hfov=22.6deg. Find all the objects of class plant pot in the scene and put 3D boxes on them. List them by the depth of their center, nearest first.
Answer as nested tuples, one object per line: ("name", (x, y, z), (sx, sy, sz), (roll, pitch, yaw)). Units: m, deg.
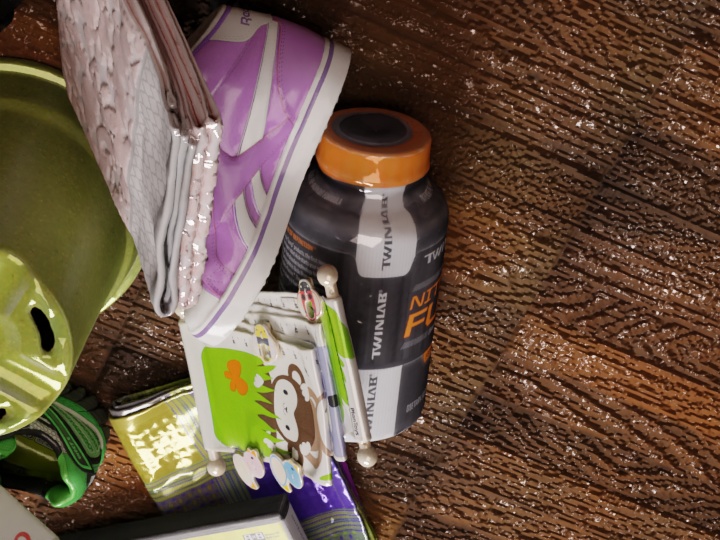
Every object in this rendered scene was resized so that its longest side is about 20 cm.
("plant pot", (-0.228, -0.001, 1.097), (0.198, 0.185, 0.202), (-1, 119, -2))

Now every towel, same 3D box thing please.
("towel", (-0.130, -0.098, 1.004), (0.032, 0.192, 0.201), (-17, 154, -19))
("towel", (-0.081, 0.150, 1.278), (0.142, 0.023, 0.201), (-19, 118, 7))

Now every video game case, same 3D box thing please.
("video game case", (-0.111, 0.253, 1.311), (0.198, 0.026, 0.182), (-12, 120, 20))

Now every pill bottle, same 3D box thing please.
("pill bottle", (0.000, 0.000, 1.150), (0.105, 0.107, 0.202), (4, 119, -4))

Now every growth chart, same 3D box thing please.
("growth chart", (-0.056, 0.074, 1.151), (0.018, 0.199, 0.146), (-19, 97, -37))

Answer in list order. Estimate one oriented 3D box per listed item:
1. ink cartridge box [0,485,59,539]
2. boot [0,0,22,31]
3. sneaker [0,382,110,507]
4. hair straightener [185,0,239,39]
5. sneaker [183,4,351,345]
("ink cartridge box", (-0.312, 0.167, 1.134), (0.200, 0.146, 0.084), (47, 145, -21))
("boot", (-0.239, -0.240, 1.022), (0.210, 0.080, 0.158), (34, 120, -30))
("sneaker", (-0.264, 0.095, 1.206), (0.198, 0.085, 0.079), (21, 116, -12))
("hair straightener", (-0.104, -0.098, 1.129), (0.076, 0.041, 0.202), (-6, 119, 1))
("sneaker", (-0.094, -0.062, 1.092), (0.113, 0.073, 0.202), (19, 95, -17))
